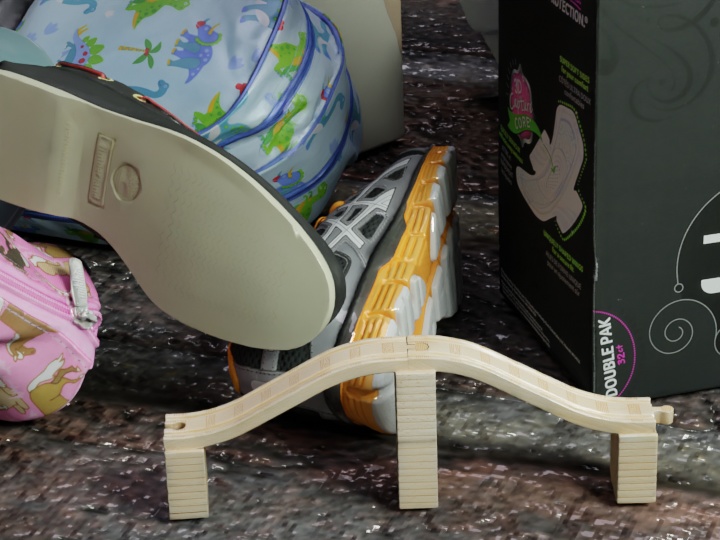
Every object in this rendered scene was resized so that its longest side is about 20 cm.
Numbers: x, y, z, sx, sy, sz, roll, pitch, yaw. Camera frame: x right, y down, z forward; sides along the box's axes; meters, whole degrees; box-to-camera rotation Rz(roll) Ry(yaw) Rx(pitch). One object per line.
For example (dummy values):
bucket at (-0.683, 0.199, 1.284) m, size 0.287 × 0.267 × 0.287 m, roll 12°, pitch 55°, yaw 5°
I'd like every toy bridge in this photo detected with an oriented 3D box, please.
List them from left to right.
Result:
toy bridge at (0.022, 0.059, 0.851) m, size 0.199 × 0.067 × 0.027 m, roll -2°, pitch 25°, yaw 0°

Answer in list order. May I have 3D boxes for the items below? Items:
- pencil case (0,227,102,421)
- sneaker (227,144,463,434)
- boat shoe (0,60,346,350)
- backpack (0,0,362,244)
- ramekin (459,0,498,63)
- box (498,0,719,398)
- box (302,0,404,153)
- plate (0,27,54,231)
pencil case at (-0.185, -0.004, 0.862) m, size 0.087 × 0.200 × 0.083 m, roll -43°, pitch 54°, yaw 9°
sneaker at (0.000, 0.000, 0.969) m, size 0.077 × 0.078 × 0.200 m, roll 0°, pitch 26°, yaw 16°
boat shoe at (-0.083, -0.033, 0.916) m, size 0.201 × 0.074 × 0.063 m, roll 29°, pitch 22°, yaw 25°
backpack at (-0.098, -0.084, 1.082) m, size 0.200 × 0.154 × 0.163 m, roll 21°, pitch 57°, yaw 12°
ramekin at (0.161, -0.140, 1.145) m, size 0.200 × 0.105 × 0.200 m, roll -24°, pitch 13°, yaw 6°
box at (0.146, -0.065, 0.946) m, size 0.148 × 0.200 × 0.124 m, roll -9°, pitch 27°, yaw -14°
box at (-0.036, -0.163, 1.163) m, size 0.078 × 0.200 × 0.095 m, roll -22°, pitch 33°, yaw -36°
plate at (-0.230, -0.046, 1.021) m, size 0.200 × 0.026 × 0.200 m, roll -18°, pitch 45°, yaw 19°
